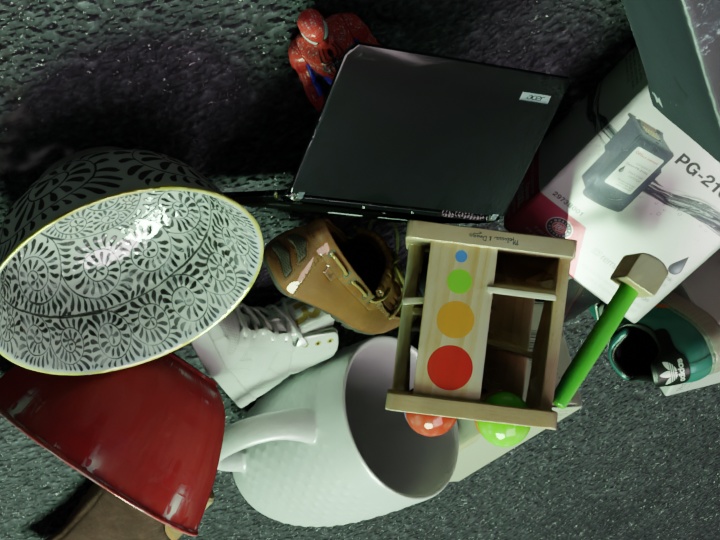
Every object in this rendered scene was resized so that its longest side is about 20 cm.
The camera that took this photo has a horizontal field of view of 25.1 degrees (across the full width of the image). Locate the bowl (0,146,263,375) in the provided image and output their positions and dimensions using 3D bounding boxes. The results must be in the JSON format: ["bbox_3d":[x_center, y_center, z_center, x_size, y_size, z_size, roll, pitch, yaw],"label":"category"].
[{"bbox_3d":[-0.176,-0.024,1.126,0.200,0.094,0.201,-19,148,-12],"label":"bowl"}]

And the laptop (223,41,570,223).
[{"bbox_3d":[0.017,-0.091,1.151,0.177,0.104,0.200,6,179,-29],"label":"laptop"}]

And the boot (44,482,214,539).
[{"bbox_3d":[-0.238,0.228,1.467,0.166,0.072,0.200,-33,151,8],"label":"boot"}]

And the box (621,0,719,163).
[{"bbox_3d":[0.283,-0.208,1.089,0.200,0.117,0.197,-31,130,-3],"label":"box"}]

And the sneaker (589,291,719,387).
[{"bbox_3d":[0.247,0.053,1.463,0.080,0.200,0.072,-19,109,-16],"label":"sneaker"}]

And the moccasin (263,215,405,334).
[{"bbox_3d":[-0.001,-0.001,1.300,0.078,0.074,0.201,-34,149,16],"label":"moccasin"}]

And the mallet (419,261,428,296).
[{"bbox_3d":[0.102,0.032,1.462,0.066,0.041,0.200,-31,153,5],"label":"mallet"}]

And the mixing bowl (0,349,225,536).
[{"bbox_3d":[-0.179,0.106,1.254,0.109,0.200,0.200,-55,147,-6],"label":"mixing bowl"}]

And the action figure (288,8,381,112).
[{"bbox_3d":[0.000,-0.127,1.147,0.065,0.052,0.200,-26,147,10],"label":"action figure"}]

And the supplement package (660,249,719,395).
[{"bbox_3d":[0.366,0.022,1.545,0.199,0.120,0.121,-12,147,-21],"label":"supplement package"}]

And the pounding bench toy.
[{"bbox_3d":[0.124,0.055,1.220,0.199,0.157,0.124,7,177,2],"label":"pounding bench toy"}]

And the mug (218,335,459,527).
[{"bbox_3d":[-0.043,0.150,1.413,0.175,0.148,0.200,-25,158,39],"label":"mug"}]

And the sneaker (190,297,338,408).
[{"bbox_3d":[-0.081,0.040,1.314,0.115,0.074,0.200,-28,158,1],"label":"sneaker"}]

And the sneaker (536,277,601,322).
[{"bbox_3d":[0.234,-0.015,1.456,0.199,0.075,0.106,-13,152,-4],"label":"sneaker"}]

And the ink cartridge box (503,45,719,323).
[{"bbox_3d":[0.232,-0.078,1.283,0.145,0.084,0.200,35,121,-16],"label":"ink cartridge box"}]

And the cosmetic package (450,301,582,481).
[{"bbox_3d":[0.105,0.113,1.468,0.073,0.104,0.200,3,152,-33],"label":"cosmetic package"}]
